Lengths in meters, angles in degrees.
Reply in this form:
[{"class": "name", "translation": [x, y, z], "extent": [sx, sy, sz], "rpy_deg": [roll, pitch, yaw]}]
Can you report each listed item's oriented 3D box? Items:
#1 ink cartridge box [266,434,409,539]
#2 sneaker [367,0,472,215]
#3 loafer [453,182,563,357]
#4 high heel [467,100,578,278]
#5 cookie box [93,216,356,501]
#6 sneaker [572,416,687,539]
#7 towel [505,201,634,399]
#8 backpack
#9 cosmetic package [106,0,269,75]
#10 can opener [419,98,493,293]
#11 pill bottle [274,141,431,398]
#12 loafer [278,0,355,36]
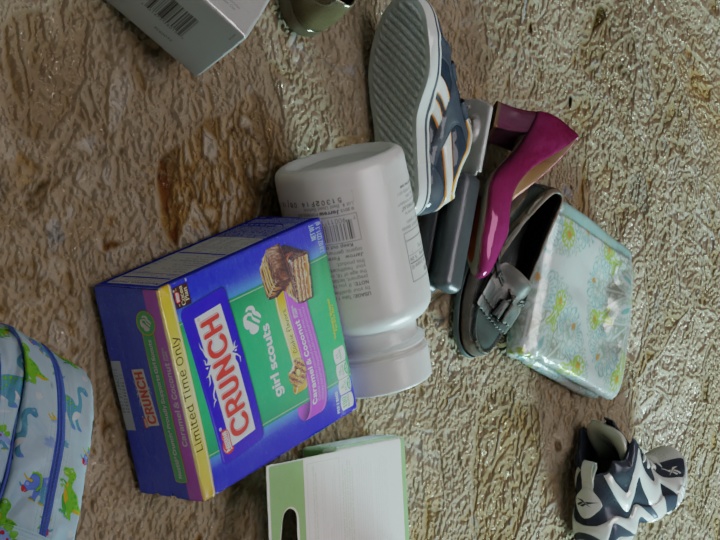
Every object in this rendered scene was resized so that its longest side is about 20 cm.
[{"class": "ink cartridge box", "translation": [-0.030, 0.225, 1.426], "extent": [0.199, 0.048, 0.147], "rpy_deg": [-3, 91, -52]}, {"class": "sneaker", "translation": [0.056, -0.152, 1.532], "extent": [0.079, 0.078, 0.202], "rpy_deg": [-11, 108, -47]}, {"class": "loafer", "translation": [0.148, -0.006, 1.653], "extent": [0.072, 0.062, 0.201], "rpy_deg": [46, 54, -42]}, {"class": "high heel", "translation": [0.162, -0.074, 1.639], "extent": [0.095, 0.067, 0.202], "rpy_deg": [17, 66, -8]}, {"class": "cookie box", "translation": [-0.102, 0.065, 1.317], "extent": [0.199, 0.075, 0.173], "rpy_deg": [-27, 110, -48]}, {"class": "sneaker", "translation": [0.295, 0.208, 1.820], "extent": [0.198, 0.079, 0.131], "rpy_deg": [-27, 118, -39]}, {"class": "towel", "translation": [0.229, 0.034, 1.771], "extent": [0.199, 0.048, 0.173], "rpy_deg": [28, 66, -48]}, {"class": "backpack", "translation": [-0.244, 0.133, 1.062], "extent": [0.154, 0.162, 0.201], "rpy_deg": [41, 50, -24]}, {"class": "cosmetic package", "translation": [-0.104, -0.267, 1.299], "extent": [0.107, 0.085, 0.201], "rpy_deg": [40, 55, -17]}, {"class": "can opener", "translation": [0.095, -0.072, 1.597], "extent": [0.066, 0.052, 0.202], "rpy_deg": [34, 62, -48]}, {"class": "pill bottle", "translation": [0.000, 0.000, 1.421], "extent": [0.114, 0.113, 0.202], "rpy_deg": [-26, 109, -49]}, {"class": "loafer", "translation": [-0.032, -0.305, 1.430], "extent": [0.076, 0.067, 0.202], "rpy_deg": [-8, 95, -52]}]
